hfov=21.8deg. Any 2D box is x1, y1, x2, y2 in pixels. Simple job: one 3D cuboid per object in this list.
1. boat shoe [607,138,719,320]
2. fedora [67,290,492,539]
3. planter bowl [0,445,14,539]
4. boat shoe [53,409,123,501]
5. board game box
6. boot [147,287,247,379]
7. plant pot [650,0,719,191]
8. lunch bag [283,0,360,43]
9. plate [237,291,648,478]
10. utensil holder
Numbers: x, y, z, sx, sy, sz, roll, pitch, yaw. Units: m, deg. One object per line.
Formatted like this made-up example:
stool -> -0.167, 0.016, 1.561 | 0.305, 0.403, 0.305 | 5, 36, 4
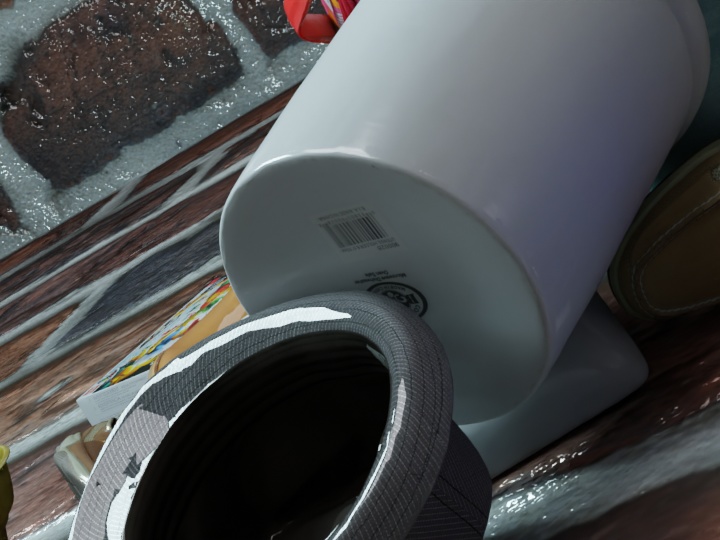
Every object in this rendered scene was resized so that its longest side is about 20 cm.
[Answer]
boat shoe -> 0.211, -0.036, 0.881 | 0.200, 0.072, 0.076 | -35, 27, -4
fedora -> -0.022, 0.101, 0.778 | 0.200, 0.090, 0.177 | -20, 42, 38
planter bowl -> -0.279, 0.199, 1.159 | 0.200, 0.083, 0.200 | -32, 11, 7
boat shoe -> -0.142, 0.121, 1.151 | 0.072, 0.076, 0.200 | -32, 12, -8
board game box -> -0.125, 0.051, 1.506 | 0.126, 0.035, 0.200 | -23, 15, 41
boot -> -0.062, 0.013, 1.245 | 0.155, 0.074, 0.200 | -58, -3, 23
plant pot -> 0.208, -0.105, 0.995 | 0.200, 0.134, 0.200 | -31, 12, 7
lunch bag -> 0.036, -0.185, 1.056 | 0.176, 0.082, 0.200 | -30, -18, 0
plate -> 0.021, 0.039, 0.939 | 0.200, 0.032, 0.200 | -32, 38, 4
utensil holder -> 0.050, -0.052, 0.854 | 0.170, 0.170, 0.200 | -22, 28, 44
